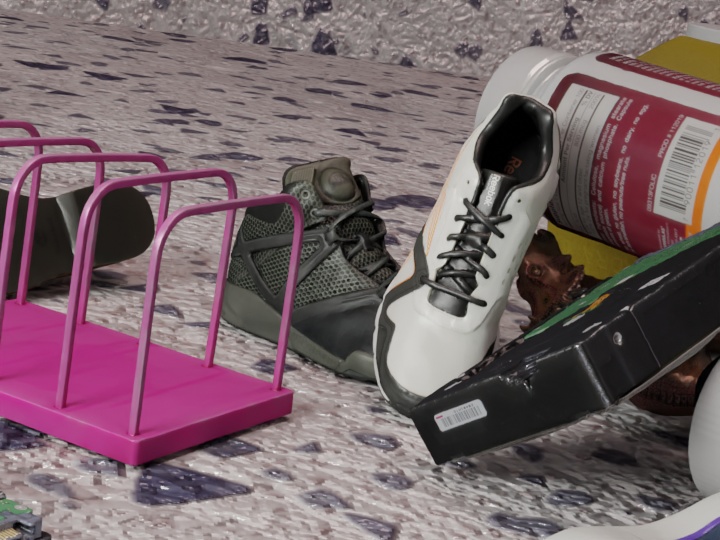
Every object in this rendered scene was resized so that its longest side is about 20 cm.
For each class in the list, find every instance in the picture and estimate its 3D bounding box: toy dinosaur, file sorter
[{"bbox_3d":[0.165,0.046,1.030,0.134,0.087,0.200,3,18,-28],"label":"toy dinosaur"},{"bbox_3d":[-0.145,0.000,0.905,0.198,0.127,0.139,16,14,29],"label":"file sorter"}]

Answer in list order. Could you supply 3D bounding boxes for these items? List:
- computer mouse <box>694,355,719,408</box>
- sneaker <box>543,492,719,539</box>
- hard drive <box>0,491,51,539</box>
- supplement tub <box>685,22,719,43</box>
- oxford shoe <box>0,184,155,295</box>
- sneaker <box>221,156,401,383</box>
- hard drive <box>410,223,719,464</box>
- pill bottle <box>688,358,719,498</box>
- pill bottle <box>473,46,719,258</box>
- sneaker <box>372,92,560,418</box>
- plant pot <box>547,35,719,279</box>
[{"bbox_3d":[0.268,0.079,0.891,0.046,0.142,0.200,-15,-15,-40],"label":"computer mouse"},{"bbox_3d":[0.156,0.145,0.614,0.199,0.081,0.146,2,22,-43],"label":"sneaker"},{"bbox_3d":[-0.232,0.091,0.645,0.198,0.038,0.139,15,14,29],"label":"hard drive"},{"bbox_3d":[0.350,-0.125,1.640,0.143,0.202,0.144,9,12,-2],"label":"supplement tub"},{"bbox_3d":[-0.228,-0.014,1.099,0.199,0.072,0.071,-4,-10,-44],"label":"oxford shoe"},{"bbox_3d":[0.000,0.000,1.046,0.198,0.116,0.076,22,19,37],"label":"sneaker"},{"bbox_3d":[0.135,0.028,0.883,0.199,0.038,0.139,-31,2,-38],"label":"hard drive"},{"bbox_3d":[0.255,0.098,0.791,0.109,0.111,0.199,-3,17,-43],"label":"pill bottle"},{"bbox_3d":[0.172,-0.067,1.061,0.113,0.115,0.199,-4,21,-46],"label":"pill bottle"},{"bbox_3d":[0.059,-0.013,0.974,0.073,0.202,0.080,19,-20,6],"label":"sneaker"},{"bbox_3d":[0.243,-0.046,1.271,0.175,0.202,0.199,-16,25,-38],"label":"plant pot"}]
